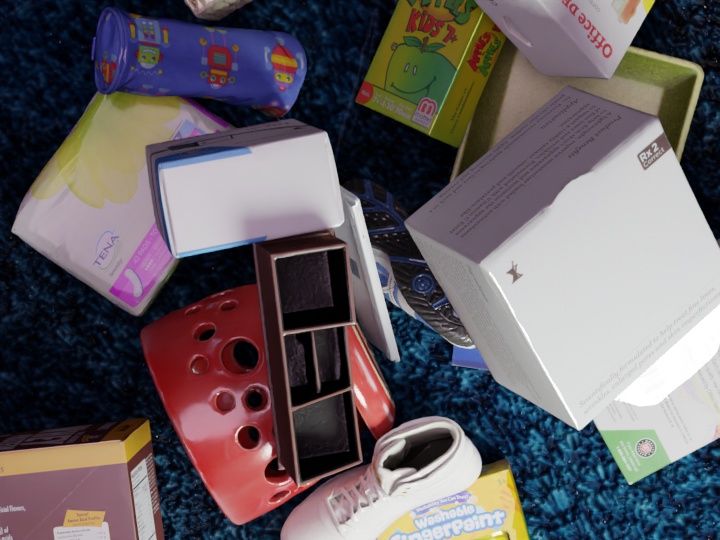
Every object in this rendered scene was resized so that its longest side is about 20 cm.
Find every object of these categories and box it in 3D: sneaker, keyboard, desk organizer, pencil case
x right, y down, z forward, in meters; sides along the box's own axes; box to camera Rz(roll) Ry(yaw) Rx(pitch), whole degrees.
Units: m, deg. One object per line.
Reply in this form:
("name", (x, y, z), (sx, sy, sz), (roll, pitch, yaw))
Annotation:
("sneaker", (0.008, 0.190, 1.690), (0.199, 0.116, 0.074), (-29, 67, -1))
("keyboard", (0.000, 0.000, 1.716), (0.011, 0.056, 0.201), (-29, 133, -17))
("desk organizer", (-0.039, 0.072, 1.577), (0.071, 0.077, 0.201), (-8, 100, -11))
("pencil case", (-0.147, -0.187, 1.713), (0.199, 0.087, 0.078), (5, 93, -32))
("sneaker", (0.050, -0.001, 1.725), (0.076, 0.077, 0.200), (-36, 63, -14))

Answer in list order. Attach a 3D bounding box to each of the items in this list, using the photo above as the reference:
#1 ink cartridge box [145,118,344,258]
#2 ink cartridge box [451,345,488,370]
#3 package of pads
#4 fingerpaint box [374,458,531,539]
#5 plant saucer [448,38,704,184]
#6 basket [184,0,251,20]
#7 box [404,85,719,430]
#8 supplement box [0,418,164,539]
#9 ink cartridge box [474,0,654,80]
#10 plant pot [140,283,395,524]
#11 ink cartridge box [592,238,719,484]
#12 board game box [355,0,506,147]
("ink cartridge box", (-0.105, -0.074, 1.636), (0.146, 0.200, 0.086), (-11, 101, -8))
("ink cartridge box", (0.138, 0.012, 1.735), (0.099, 0.039, 0.201), (6, 115, 6))
("package of pads", (-0.214, -0.079, 1.768), (0.154, 0.068, 0.200), (34, 94, -1))
("fingerpaint box", (0.066, 0.285, 1.774), (0.199, 0.073, 0.168), (-15, 92, 4))
("plant saucer", (0.194, -0.117, 1.752), (0.199, 0.048, 0.201), (15, 95, 3))
("basket", (-0.142, -0.336, 1.716), (0.123, 0.136, 0.200), (-34, 91, 9))
("box", (0.180, -0.013, 1.608), (0.199, 0.131, 0.200), (-39, 122, -13))
("supplement box", (-0.290, 0.254, 1.763), (0.196, 0.133, 0.201), (-6, 93, 4))
("ink cartridge box", (0.199, -0.288, 1.662), (0.145, 0.083, 0.201), (41, 73, -36))
("plant pot", (-0.078, 0.103, 1.708), (0.182, 0.200, 0.201), (-26, 92, 2))
("ink cartridge box", (0.294, 0.078, 1.715), (0.199, 0.088, 0.146), (-28, 121, 6))
("board game box", (0.082, -0.225, 1.726), (0.101, 0.048, 0.201), (28, 97, 41))
